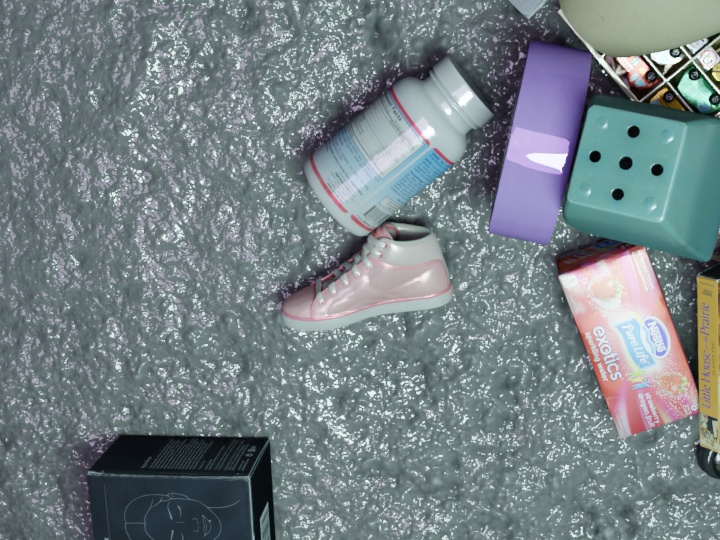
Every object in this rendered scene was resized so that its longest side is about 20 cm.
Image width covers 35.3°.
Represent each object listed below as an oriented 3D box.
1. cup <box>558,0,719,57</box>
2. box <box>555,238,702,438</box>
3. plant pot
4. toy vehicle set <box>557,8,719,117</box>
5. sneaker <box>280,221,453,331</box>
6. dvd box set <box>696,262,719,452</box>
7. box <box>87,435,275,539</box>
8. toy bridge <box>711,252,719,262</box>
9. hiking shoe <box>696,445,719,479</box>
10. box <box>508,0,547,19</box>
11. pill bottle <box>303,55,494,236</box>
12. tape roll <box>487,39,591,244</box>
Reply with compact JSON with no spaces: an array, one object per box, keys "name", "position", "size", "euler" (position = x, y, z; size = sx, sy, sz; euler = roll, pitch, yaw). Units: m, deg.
[{"name":"cup","position":[0.277,-0.290,1.101],"size":[0.200,0.200,0.143],"euler":[45,132,-4]},{"name":"box","position":[0.294,0.068,1.244],"size":[0.099,0.095,0.201],"euler":[-20,100,11]},{"name":"plant pot","position":[0.271,-0.093,1.078],"size":[0.141,0.200,0.142],"euler":[15,96,22]},{"name":"toy vehicle set","position":[0.321,-0.241,1.202],"size":[0.124,0.027,0.200],"euler":[-41,95,15]},{"name":"sneaker","position":[0.000,0.000,1.274],"size":[0.199,0.075,0.105],"euler":[-10,117,3]},{"name":"dvd box set","position":[0.415,0.076,1.203],"size":[0.146,0.029,0.201],"euler":[-20,115,-31]},{"name":"box","position":[-0.209,0.314,1.362],"size":[0.196,0.124,0.201],"euler":[0,104,7]},{"name":"toy bridge","position":[0.432,-0.035,1.235],"size":[0.199,0.027,0.068],"euler":[-6,103,9]},{"name":"hiking shoe","position":[0.476,0.205,1.247],"size":[0.199,0.101,0.076],"euler":[-7,102,10]},{"name":"box","position":[0.162,-0.390,1.182],"size":[0.200,0.044,0.160],"euler":[45,105,-4]},{"name":"pill bottle","position":[0.043,-0.137,1.226],"size":[0.200,0.109,0.109],"euler":[-38,95,14]},{"name":"tape roll","position":[0.182,-0.131,1.159],"size":[0.065,0.200,0.201],"euler":[12,105,5]}]
